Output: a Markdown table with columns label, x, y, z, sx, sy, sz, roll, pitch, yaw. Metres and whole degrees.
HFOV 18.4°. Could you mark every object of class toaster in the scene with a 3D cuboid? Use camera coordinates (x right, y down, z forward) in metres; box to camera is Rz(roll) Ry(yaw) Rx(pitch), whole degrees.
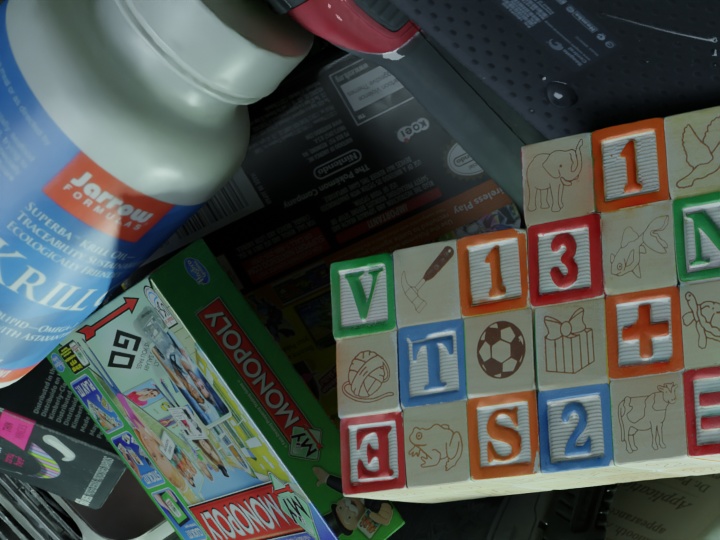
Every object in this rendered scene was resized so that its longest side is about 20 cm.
| label | x | y | z | sx | sy | sz | roll | pitch | yaw |
| --- | --- | --- | --- | --- | --- | --- | --- | --- | --- |
| toaster | -0.164 | 0.120 | 1.382 | 0.200 | 0.118 | 0.181 | 43 | 151 | 18 |

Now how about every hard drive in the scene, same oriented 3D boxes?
| label | x | y | z | sx | sy | sz | roll | pitch | yaw |
| --- | --- | --- | --- | --- | --- | --- | --- | --- | --- |
| hard drive | 0.091 | -0.113 | 0.719 | 0.135 | 0.042 | 0.200 | 39 | 149 | -15 |

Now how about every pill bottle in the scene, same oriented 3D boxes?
| label | x | y | z | sx | sy | sz | roll | pitch | yaw |
| --- | --- | --- | --- | --- | --- | --- | --- | --- | --- |
| pill bottle | -0.114 | -0.052 | 0.876 | 0.200 | 0.112 | 0.112 | -42 | 86 | 26 |

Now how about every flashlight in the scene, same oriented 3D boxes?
| label | x | y | z | sx | sy | sz | roll | pitch | yaw |
| --- | --- | --- | --- | --- | --- | --- | --- | --- | --- |
| flashlight | 0.038 | -0.072 | 0.850 | 0.200 | 0.068 | 0.068 | 45 | 141 | -20 |

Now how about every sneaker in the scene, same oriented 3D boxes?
| label | x | y | z | sx | sy | sz | roll | pitch | yaw |
| --- | --- | --- | --- | --- | --- | --- | --- | --- | --- |
| sneaker | 0.055 | 0.084 | 0.889 | 0.104 | 0.201 | 0.060 | -1 | 145 | 47 |

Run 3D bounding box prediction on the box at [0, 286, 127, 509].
| label | x | y | z | sx | sy | sz | roll | pitch | yaw |
| --- | --- | --- | --- | --- | --- | --- | --- | --- | --- |
| box | -0.196 | 0.026 | 1.104 | 0.199 | 0.107 | 0.122 | 22 | 159 | -6 |

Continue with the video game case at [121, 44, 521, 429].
| label | x | y | z | sx | sy | sz | roll | pitch | yaw |
| --- | --- | --- | --- | --- | --- | --- | --- | --- | --- |
| video game case | 0.000 | 0.000 | 0.949 | 0.199 | 0.026 | 0.181 | -25 | 105 | 23 |

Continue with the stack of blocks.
| label | x | y | z | sx | sy | sz | roll | pitch | yaw |
| --- | --- | --- | --- | --- | --- | --- | --- | --- | --- |
| stack of blocks | 0.086 | 0.014 | 0.776 | 0.199 | 0.058 | 0.116 | -11 | 76 | 35 |

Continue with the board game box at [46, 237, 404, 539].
| label | x | y | z | sx | sy | sz | roll | pitch | yaw |
| --- | --- | --- | --- | --- | --- | --- | --- | --- | --- |
| board game box | -0.063 | 0.065 | 0.926 | 0.135 | 0.029 | 0.200 | 55 | 158 | -3 |

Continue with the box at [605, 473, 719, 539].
| label | x | y | z | sx | sy | sz | roll | pitch | yaw |
| --- | --- | --- | --- | --- | --- | --- | --- | --- | --- |
| box | 0.091 | 0.186 | 0.993 | 0.198 | 0.171 | 0.201 | 14 | 135 | 51 |

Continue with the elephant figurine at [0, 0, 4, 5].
| label | x | y | z | sx | sy | sz | roll | pitch | yaw |
| --- | --- | --- | --- | --- | --- | --- | --- | --- | --- |
| elephant figurine | -0.167 | -0.121 | 0.970 | 0.155 | 0.199 | 0.143 | -14 | 85 | 57 |
